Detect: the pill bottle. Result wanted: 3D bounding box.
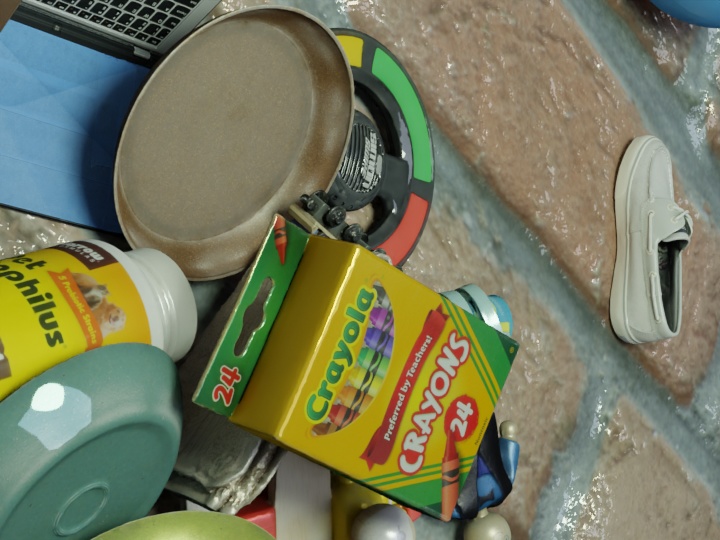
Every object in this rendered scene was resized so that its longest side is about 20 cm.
[{"bbox_3d":[-0.196,0.044,0.984,0.200,0.109,0.110,-19,102,-47],"label":"pill bottle"}]

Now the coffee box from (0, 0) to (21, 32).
[{"bbox_3d":[-0.284,-0.101,0.891,0.080,0.114,0.200,47,56,-35],"label":"coffee box"}]

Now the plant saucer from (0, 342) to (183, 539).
[{"bbox_3d":[-0.175,0.132,0.970,0.200,0.036,0.200,-37,152,-23],"label":"plant saucer"}]

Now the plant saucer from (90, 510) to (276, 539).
[{"bbox_3d":[-0.127,0.238,1.024,0.200,0.031,0.200,-14,126,-20],"label":"plant saucer"}]

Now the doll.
[{"bbox_3d":[0.079,0.144,1.330,0.136,0.048,0.200,-27,109,-35],"label":"doll"}]

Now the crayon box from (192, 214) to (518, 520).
[{"bbox_3d":[0.002,0.064,1.013,0.200,0.051,0.127,30,79,-41],"label":"crayon box"}]

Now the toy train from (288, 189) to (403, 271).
[{"bbox_3d":[0.000,0.000,1.211,0.046,0.034,0.200,-47,142,-1],"label":"toy train"}]

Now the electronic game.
[{"bbox_3d":[-0.011,-0.085,1.246,0.200,0.042,0.201,4,85,-48],"label":"electronic game"}]

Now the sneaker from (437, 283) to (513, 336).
[{"bbox_3d":[0.047,0.036,1.193,0.080,0.130,0.200,60,-6,26],"label":"sneaker"}]

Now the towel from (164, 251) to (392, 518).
[{"bbox_3d":[-0.071,0.064,1.081,0.034,0.132,0.200,44,69,-33],"label":"towel"}]

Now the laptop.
[{"bbox_3d":[-0.164,-0.139,1.029,0.187,0.200,0.116,15,43,-47],"label":"laptop"}]

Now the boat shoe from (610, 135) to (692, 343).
[{"bbox_3d":[0.281,-0.031,1.546,0.072,0.068,0.201,23,71,-45],"label":"boat shoe"}]

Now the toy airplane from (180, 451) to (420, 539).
[{"bbox_3d":[-0.030,0.173,1.130,0.199,0.141,0.200,-60,137,-23],"label":"toy airplane"}]

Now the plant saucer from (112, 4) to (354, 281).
[{"bbox_3d":[-0.089,-0.089,1.103,0.200,0.032,0.201,-25,133,-31],"label":"plant saucer"}]

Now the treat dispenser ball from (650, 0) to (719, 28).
[{"bbox_3d":[0.342,-0.328,1.532,0.201,0.201,0.201,3,86,-48],"label":"treat dispenser ball"}]
